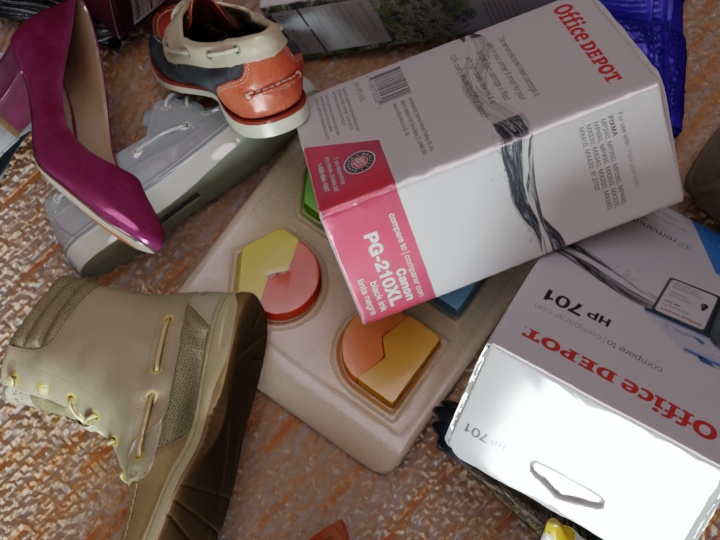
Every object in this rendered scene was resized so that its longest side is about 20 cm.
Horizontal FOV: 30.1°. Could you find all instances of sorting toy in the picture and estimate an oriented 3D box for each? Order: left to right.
[{"bbox_3d":[0.000,0.000,0.872,0.184,0.037,0.201,34,80,11],"label":"sorting toy"}]

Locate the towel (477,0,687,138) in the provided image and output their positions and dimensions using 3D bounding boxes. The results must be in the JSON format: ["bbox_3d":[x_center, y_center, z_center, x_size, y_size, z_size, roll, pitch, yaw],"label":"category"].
[{"bbox_3d":[0.150,-0.192,0.905,0.146,0.050,0.203,5,76,4],"label":"towel"}]

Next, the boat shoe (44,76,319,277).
[{"bbox_3d":[-0.122,-0.079,0.884,0.200,0.070,0.072,-36,79,-3],"label":"boat shoe"}]

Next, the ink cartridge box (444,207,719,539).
[{"bbox_3d":[0.156,0.049,0.773,0.145,0.087,0.200,28,38,10],"label":"ink cartridge box"}]

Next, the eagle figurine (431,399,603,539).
[{"bbox_3d":[0.116,0.175,0.790,0.198,0.153,0.151,15,30,37],"label":"eagle figurine"}]

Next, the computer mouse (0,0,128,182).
[{"bbox_3d":[-0.254,-0.114,0.916,0.109,0.044,0.201,29,79,9],"label":"computer mouse"}]

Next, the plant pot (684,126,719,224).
[{"bbox_3d":[0.325,-0.057,0.802,0.174,0.200,0.200,45,82,-4],"label":"plant pot"}]

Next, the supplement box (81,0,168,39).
[{"bbox_3d":[-0.131,-0.270,0.909,0.110,0.086,0.200,42,71,13],"label":"supplement box"}]

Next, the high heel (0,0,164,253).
[{"bbox_3d":[-0.162,-0.094,0.839,0.096,0.067,0.200,-46,53,-2],"label":"high heel"}]

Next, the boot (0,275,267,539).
[{"bbox_3d":[-0.153,0.099,0.821,0.153,0.073,0.202,7,67,19],"label":"boot"}]

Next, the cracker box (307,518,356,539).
[{"bbox_3d":[-0.011,0.262,0.750,0.133,0.058,0.201,-33,103,-1],"label":"cracker box"}]

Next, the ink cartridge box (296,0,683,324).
[{"bbox_3d":[0.070,-0.071,0.788,0.198,0.085,0.145,-21,33,3],"label":"ink cartridge box"}]

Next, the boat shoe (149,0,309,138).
[{"bbox_3d":[-0.091,-0.144,0.851,0.071,0.063,0.200,-27,33,-14],"label":"boat shoe"}]

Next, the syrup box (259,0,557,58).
[{"bbox_3d":[0.038,-0.204,0.876,0.197,0.079,0.083,-7,71,17],"label":"syrup box"}]
